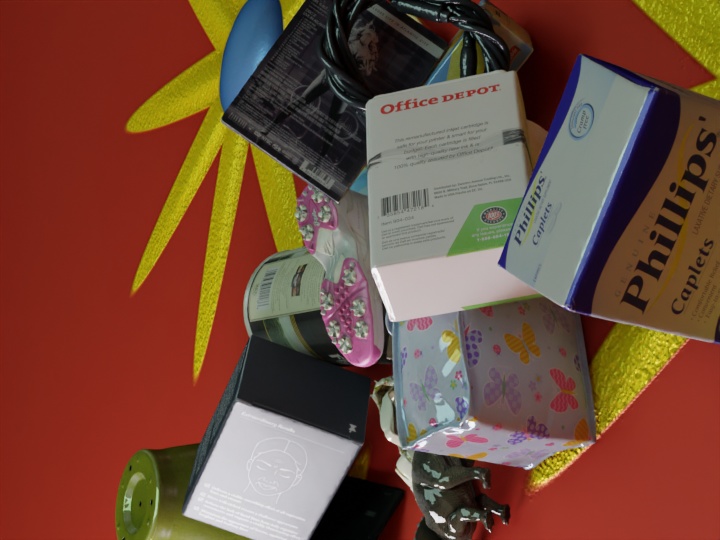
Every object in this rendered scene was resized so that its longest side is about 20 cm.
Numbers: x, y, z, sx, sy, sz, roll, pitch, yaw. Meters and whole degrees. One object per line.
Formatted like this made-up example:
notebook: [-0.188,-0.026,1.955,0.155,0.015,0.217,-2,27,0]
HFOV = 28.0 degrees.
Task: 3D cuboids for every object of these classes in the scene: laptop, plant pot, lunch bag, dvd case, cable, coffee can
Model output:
laptop: [-0.017,0.351,1.642,0.201,0.116,0.186,-56,26,-18]
plant pot: [-0.191,0.293,1.774,0.200,0.191,0.203,-27,57,52]
lunch bag: [0.118,0.071,1.352,0.127,0.168,0.203,-29,58,46]
dvd case: [-0.026,-0.190,1.461,0.201,0.148,0.016,-55,-5,-8]
cable: [0.049,-0.211,1.409,0.163,0.051,0.201,-39,82,15]
coffee can: [-0.024,0.036,1.625,0.199,0.145,0.149,-12,70,58]

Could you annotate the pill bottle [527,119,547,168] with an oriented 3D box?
pill bottle: [0.117,-0.054,1.451,0.200,0.111,0.113,-46,43,41]

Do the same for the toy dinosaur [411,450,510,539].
toy dinosaur: [0.086,0.208,1.403,0.101,0.077,0.203,-8,100,27]

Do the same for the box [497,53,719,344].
box: [0.240,-0.052,1.156,0.105,0.198,0.186,40,114,54]

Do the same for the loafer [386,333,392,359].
loafer: [0.064,0.066,1.453,0.074,0.070,0.202,11,131,34]

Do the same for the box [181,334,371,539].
box: [-0.093,0.195,1.596,0.108,0.147,0.201,-81,15,-51]

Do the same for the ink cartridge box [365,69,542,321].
ink cartridge box: [0.083,-0.068,1.281,0.143,0.084,0.202,-10,51,11]

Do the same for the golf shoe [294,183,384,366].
golf shoe: [0.000,0.000,1.470,0.075,0.091,0.202,-31,66,42]

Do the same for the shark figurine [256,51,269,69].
shark figurine: [-0.065,-0.186,1.562,0.213,0.127,0.091,18,111,38]

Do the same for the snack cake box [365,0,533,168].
snack cake box: [0.092,-0.177,1.493,0.201,0.067,0.115,-52,7,16]

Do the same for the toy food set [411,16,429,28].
toy food set: [-0.004,-0.229,1.704,0.198,0.048,0.202,38,117,40]

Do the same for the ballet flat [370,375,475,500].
ballet flat: [0.058,0.188,1.517,0.076,0.063,0.201,-58,37,28]

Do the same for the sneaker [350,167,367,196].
sneaker: [-0.023,-0.124,1.601,0.132,0.079,0.200,62,164,-12]
